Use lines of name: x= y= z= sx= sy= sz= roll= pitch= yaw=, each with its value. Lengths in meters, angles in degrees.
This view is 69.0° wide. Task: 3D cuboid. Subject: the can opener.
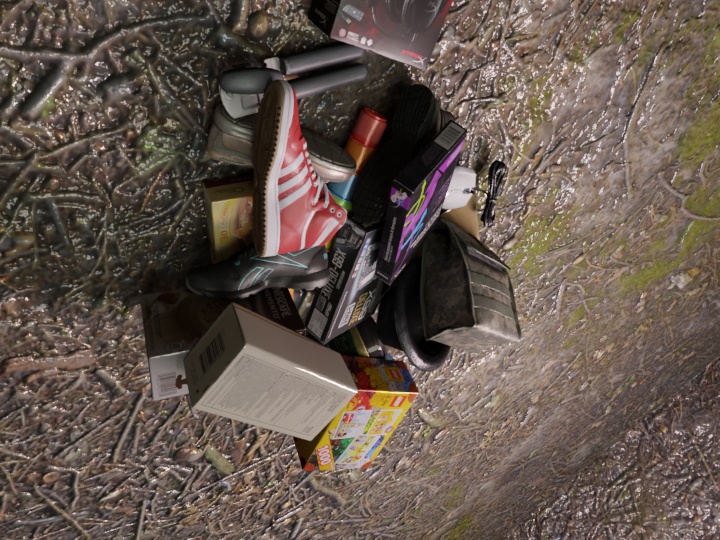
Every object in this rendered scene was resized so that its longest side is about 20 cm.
can opener: x=-0.074 y=-0.225 z=0.616 sx=0.195 sy=0.066 sz=0.054 roll=-25 pitch=123 yaw=-26

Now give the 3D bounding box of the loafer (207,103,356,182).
loafer: x=-0.099 y=-0.149 z=0.671 sx=0.194 sy=0.073 sz=0.064 roll=15 pitch=127 yaw=-29

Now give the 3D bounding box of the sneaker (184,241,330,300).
sneaker: x=-0.133 y=-0.013 z=0.690 sx=0.193 sy=0.075 sz=0.083 roll=-8 pitch=108 yaw=-27

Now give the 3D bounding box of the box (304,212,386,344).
box: x=0.000 y=0.000 z=0.830 sx=0.156 sy=0.049 sz=0.205 roll=-23 pitch=141 yaw=-54

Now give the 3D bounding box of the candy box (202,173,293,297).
candy box: x=-0.153 y=-0.032 z=0.739 sx=0.111 sy=0.056 sz=0.205 roll=-13 pitch=133 yaw=-23

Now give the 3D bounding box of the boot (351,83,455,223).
boot: x=0.072 y=-0.147 z=0.748 sx=0.205 sy=0.067 sz=0.129 roll=-62 pitch=152 yaw=7

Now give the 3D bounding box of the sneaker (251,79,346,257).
sneaker: x=-0.066 y=-0.115 z=0.615 sx=0.109 sy=0.072 sz=0.206 roll=-7 pitch=125 yaw=-27

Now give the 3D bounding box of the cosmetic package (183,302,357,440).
cosmetic package: x=-0.106 y=0.132 z=0.648 sx=0.104 sy=0.074 sz=0.198 roll=-45 pitch=135 yaw=11

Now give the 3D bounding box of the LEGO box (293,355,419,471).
LEGO box: x=-0.012 y=0.250 z=0.911 sx=0.144 sy=0.078 sz=0.204 roll=10 pitch=122 yaw=-32

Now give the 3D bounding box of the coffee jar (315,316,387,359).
coffee jar: x=-0.046 y=0.162 z=0.938 sx=0.195 sy=0.087 sz=0.105 roll=-28 pitch=148 yaw=-4

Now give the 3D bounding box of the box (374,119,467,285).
box: x=0.081 y=-0.089 z=0.739 sx=0.144 sy=0.036 sz=0.203 roll=-49 pitch=163 yaw=-30

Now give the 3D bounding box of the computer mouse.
computer mouse: x=0.158 y=-0.131 z=0.854 sx=0.193 sy=0.044 sz=0.113 roll=2 pitch=117 yaw=-27

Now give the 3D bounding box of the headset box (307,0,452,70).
headset box: x=0.043 y=-0.355 z=0.585 sx=0.144 sy=0.078 sz=0.205 roll=2 pitch=125 yaw=-35

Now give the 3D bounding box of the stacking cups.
stacking cups: x=-0.020 y=-0.130 z=0.754 sx=0.059 sy=0.061 sz=0.205 roll=10 pitch=114 yaw=-38

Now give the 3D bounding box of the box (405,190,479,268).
box: x=0.153 y=-0.033 z=0.969 sx=0.160 sy=0.021 sz=0.203 roll=-31 pitch=136 yaw=-9

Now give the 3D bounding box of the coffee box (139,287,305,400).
coffee box: x=-0.183 y=0.083 z=0.696 sx=0.193 sy=0.116 sz=0.082 roll=-8 pitch=132 yaw=-26

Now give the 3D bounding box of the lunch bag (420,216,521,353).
lunch bag: x=0.181 y=0.019 z=0.881 sx=0.115 sy=0.208 sz=0.161 roll=-21 pitch=152 yaw=36

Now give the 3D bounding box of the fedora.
fedora: x=0.087 y=0.079 z=0.910 sx=0.089 sy=0.209 sz=0.198 roll=-12 pitch=153 yaw=37

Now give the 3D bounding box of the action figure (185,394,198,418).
action figure: x=-0.189 y=0.130 z=0.799 sx=0.191 sy=0.200 sz=0.106 roll=-38 pitch=98 yaw=-9

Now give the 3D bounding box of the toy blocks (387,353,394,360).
toy blocks: x=0.013 y=0.241 z=1.067 sx=0.135 sy=0.100 sz=0.203 roll=11 pitch=120 yaw=-52
